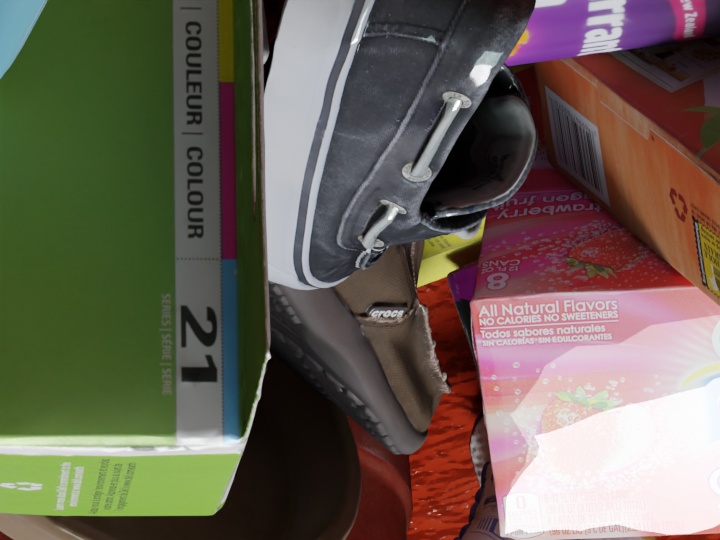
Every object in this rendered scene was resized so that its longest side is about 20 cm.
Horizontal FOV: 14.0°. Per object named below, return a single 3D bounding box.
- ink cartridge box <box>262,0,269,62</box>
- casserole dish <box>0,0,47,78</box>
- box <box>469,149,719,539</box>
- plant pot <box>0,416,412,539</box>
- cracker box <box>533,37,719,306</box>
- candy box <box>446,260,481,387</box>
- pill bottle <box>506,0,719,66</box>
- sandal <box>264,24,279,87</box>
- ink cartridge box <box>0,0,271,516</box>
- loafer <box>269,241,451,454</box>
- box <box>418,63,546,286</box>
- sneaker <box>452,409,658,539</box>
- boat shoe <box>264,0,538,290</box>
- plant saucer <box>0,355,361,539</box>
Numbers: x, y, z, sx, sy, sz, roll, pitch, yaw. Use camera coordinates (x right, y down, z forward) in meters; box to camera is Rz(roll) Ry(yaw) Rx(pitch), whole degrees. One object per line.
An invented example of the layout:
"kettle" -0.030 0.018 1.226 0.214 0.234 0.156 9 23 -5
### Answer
"ink cartridge box" -0.146 -0.072 0.917 0.199 0.084 0.145 8 143 -27
"casserole dish" -0.120 -0.119 0.752 0.039 0.200 0.121 8 124 -39
"box" 0.140 0.019 0.946 0.199 0.103 0.095 -3 120 11
"plant pot" -0.060 0.150 1.142 0.200 0.196 0.201 -7 147 -5
"cracker box" 0.172 -0.063 0.922 0.199 0.134 0.058 -21 122 -15
"candy box" 0.136 0.018 1.112 0.136 0.061 0.200 -23 163 21
"pill bottle" 0.078 -0.122 0.878 0.199 0.112 0.112 -9 148 -4
"sandal" -0.016 -0.060 0.993 0.200 0.045 0.075 -42 147 13
"ink cartridge box" -0.065 -0.027 0.744 0.075 0.149 0.200 0 166 -6
"loafer" 0.000 0.000 0.973 0.071 0.073 0.200 -48 156 -9
"box" 0.057 -0.047 1.045 0.199 0.050 0.075 -19 149 14
"sneaker" 0.063 0.108 1.170 0.088 0.200 0.076 -14 116 -8
"boat shoe" 0.013 -0.036 0.785 0.067 0.072 0.200 24 158 5
"plant saucer" -0.091 0.040 1.000 0.199 0.200 0.030 15 122 -34
